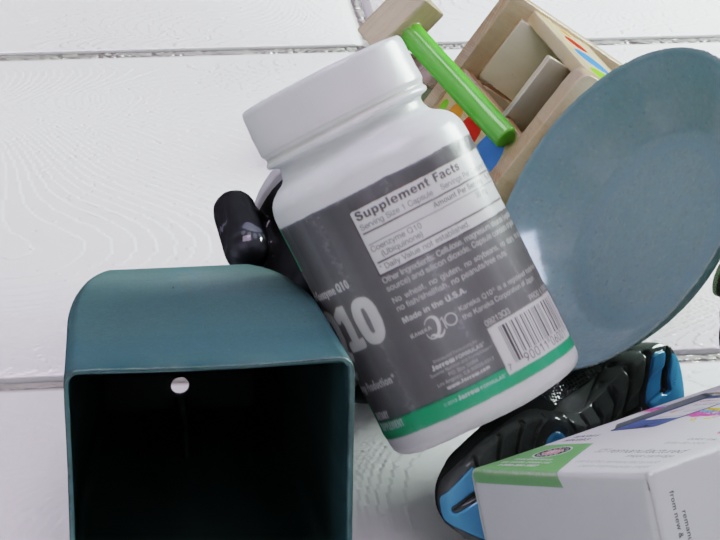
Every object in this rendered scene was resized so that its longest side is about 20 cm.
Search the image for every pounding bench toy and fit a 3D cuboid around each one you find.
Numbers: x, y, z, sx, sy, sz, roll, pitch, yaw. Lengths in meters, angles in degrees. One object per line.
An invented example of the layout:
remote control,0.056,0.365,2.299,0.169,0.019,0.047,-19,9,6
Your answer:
pounding bench toy,0.098,-0.086,1.531,0.200,0.124,0.156,31,15,-28

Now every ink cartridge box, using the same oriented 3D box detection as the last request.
ink cartridge box,0.180,0.113,1.225,0.200,0.088,0.145,-14,4,-31

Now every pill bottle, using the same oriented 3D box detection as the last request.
pill bottle,0.024,-0.014,1.304,0.113,0.200,0.113,-27,1,1

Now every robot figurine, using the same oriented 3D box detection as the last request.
robot figurine,0.001,0.002,1.460,0.125,0.150,0.200,-28,31,3

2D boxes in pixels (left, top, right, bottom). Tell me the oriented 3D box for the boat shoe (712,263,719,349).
boat shoe,0.221,0.017,1.361,0.075,0.202,0.075,-34,54,-17

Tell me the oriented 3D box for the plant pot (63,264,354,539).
plant pot,-0.087,0.076,1.305,0.141,0.142,0.200,-2,21,-8

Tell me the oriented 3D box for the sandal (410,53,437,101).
sandal,0.056,-0.137,1.794,0.201,0.057,0.080,-19,34,-34

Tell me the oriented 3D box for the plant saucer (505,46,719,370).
plant saucer,0.155,-0.028,1.388,0.039,0.201,0.201,29,14,-30

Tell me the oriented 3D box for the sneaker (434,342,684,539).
sneaker,0.097,0.098,1.356,0.082,0.073,0.200,-1,17,41
